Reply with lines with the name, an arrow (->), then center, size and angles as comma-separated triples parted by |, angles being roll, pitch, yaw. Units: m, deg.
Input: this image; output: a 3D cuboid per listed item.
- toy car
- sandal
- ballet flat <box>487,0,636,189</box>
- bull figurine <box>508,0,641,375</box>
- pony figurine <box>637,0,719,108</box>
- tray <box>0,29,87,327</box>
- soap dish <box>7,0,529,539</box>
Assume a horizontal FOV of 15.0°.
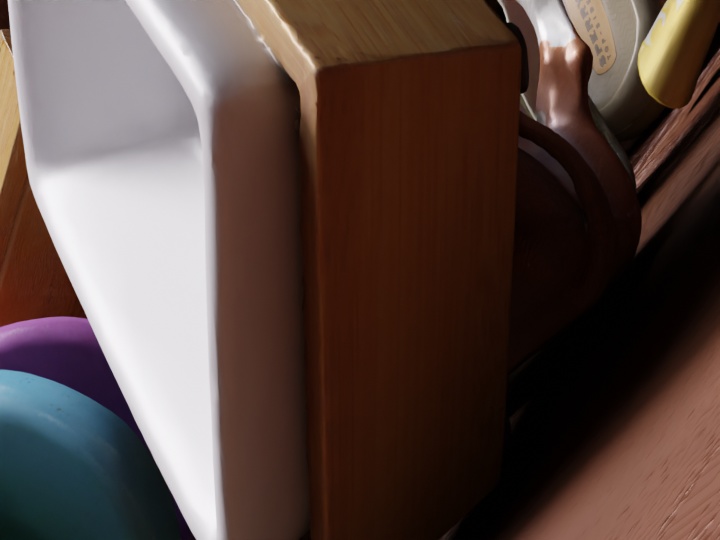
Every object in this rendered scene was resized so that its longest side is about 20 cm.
toy car -> -0.104, 0.084, 0.784 | 0.150, 0.175, 0.200 | -49, 0, -12
sandal -> 0.058, -0.135, 1.011 | 0.054, 0.201, 0.080 | -1, -34, -32
ballet flat -> 0.024, -0.093, 0.846 | 0.067, 0.201, 0.064 | -30, -1, -30
bull figurine -> 0.011, 0.002, 0.791 | 0.065, 0.122, 0.200 | 0, -25, -36
pony figurine -> 0.133, -0.180, 0.874 | 0.200, 0.166, 0.194 | -45, 38, 45
tray -> -0.089, 0.019, 0.880 | 0.037, 0.098, 0.201 | 59, 138, 45
soap dish -> -0.028, -0.036, 0.678 | 0.081, 0.200, 0.158 | -13, -52, -17
